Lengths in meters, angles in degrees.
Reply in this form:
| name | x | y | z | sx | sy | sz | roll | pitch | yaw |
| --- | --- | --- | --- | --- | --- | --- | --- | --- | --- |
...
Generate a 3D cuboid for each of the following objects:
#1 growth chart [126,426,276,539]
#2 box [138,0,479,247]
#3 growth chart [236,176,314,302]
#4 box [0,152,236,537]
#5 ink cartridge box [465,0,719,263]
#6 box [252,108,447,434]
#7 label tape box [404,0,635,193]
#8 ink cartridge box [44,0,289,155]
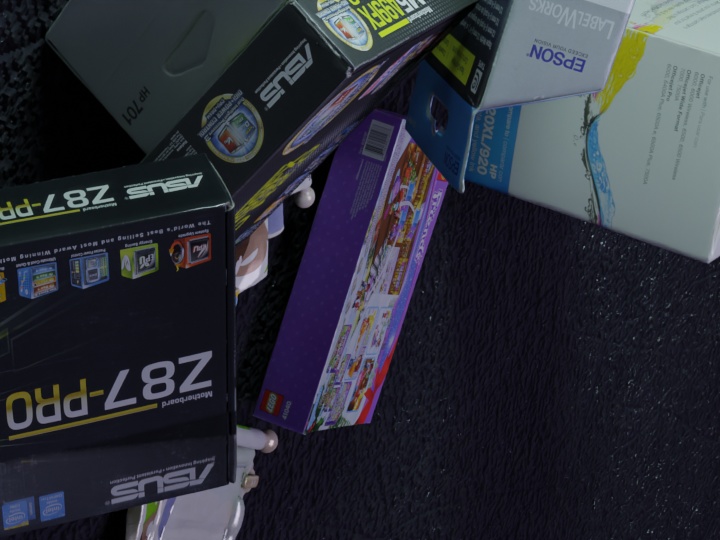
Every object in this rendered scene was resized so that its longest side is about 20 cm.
| name | x | y | z | sx | sy | sz | roll | pitch | yaw |
| --- | --- | --- | --- | --- | --- | --- | --- | --- | --- |
| growth chart | -0.115 | 0.177 | 1.277 | 0.201 | 0.018 | 0.145 | -67 | 155 | -6 |
| box | -0.047 | -0.065 | 1.039 | 0.200 | 0.044 | 0.160 | -44 | 177 | 29 |
| growth chart | -0.082 | -0.020 | 1.218 | 0.200 | 0.018 | 0.145 | -53 | 151 | -32 |
| box | -0.154 | 0.041 | 0.952 | 0.198 | 0.049 | 0.162 | -11 | 129 | -18 |
| ink cartridge box | 0.194 | -0.116 | 1.495 | 0.147 | 0.199 | 0.146 | -28 | 132 | -55 |
| box | 0.000 | 0.000 | 1.359 | 0.137 | 0.039 | 0.202 | 5 | 104 | -72 |
| label tape box | 0.089 | -0.143 | 1.083 | 0.143 | 0.066 | 0.202 | -119 | -136 | -72 |
| ink cartridge box | -0.038 | -0.159 | 1.052 | 0.200 | 0.086 | 0.146 | -37 | 174 | -48 |
